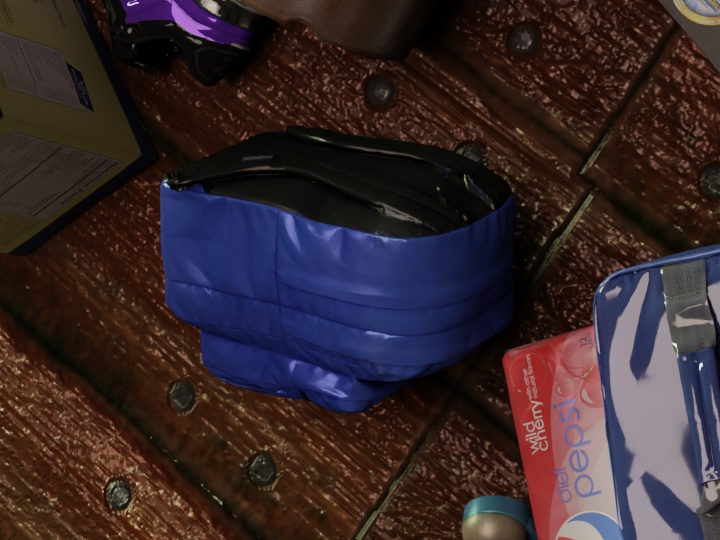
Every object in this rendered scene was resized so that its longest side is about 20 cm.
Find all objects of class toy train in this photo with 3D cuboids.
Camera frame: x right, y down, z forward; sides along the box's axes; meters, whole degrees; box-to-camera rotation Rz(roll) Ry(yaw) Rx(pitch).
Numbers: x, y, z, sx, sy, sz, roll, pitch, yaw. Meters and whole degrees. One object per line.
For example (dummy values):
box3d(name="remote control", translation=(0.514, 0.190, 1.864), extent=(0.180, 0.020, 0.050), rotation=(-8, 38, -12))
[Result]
box3d(name="toy train", translation=(0.053, 0.228, 1.537), extent=(0.200, 0.084, 0.116), rotation=(122, 164, -53))

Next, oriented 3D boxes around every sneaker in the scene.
box3d(name="sneaker", translation=(-0.154, -0.193, 1.715), extent=(0.200, 0.069, 0.100), rotation=(35, 102, 29))

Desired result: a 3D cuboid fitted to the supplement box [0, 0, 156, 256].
box3d(name="supplement box", translation=(-0.277, -0.137, 1.700), extent=(0.134, 0.200, 0.201), rotation=(-33, 68, 21))

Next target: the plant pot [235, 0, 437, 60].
box3d(name="plant pot", translation=(0.002, -0.253, 1.579), extent=(0.200, 0.200, 0.199), rotation=(33, 108, 28))

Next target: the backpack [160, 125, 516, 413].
box3d(name="backpack", translation=(0.000, 0.000, 1.556), extent=(0.199, 0.162, 0.168), rotation=(9, 116, 30))

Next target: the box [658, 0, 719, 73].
box3d(name="box", translation=(0.285, -0.160, 1.480), extent=(0.160, 0.044, 0.200), rotation=(-43, 65, 17))

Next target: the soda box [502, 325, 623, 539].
box3d(name="soda box", translation=(0.145, 0.139, 1.505), extent=(0.070, 0.063, 0.201), rotation=(-18, 75, 26))

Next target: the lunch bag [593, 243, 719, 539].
box3d(name="lunch bag", translation=(0.214, 0.087, 1.435), extent=(0.135, 0.132, 0.201), rotation=(-15, 76, 27))
